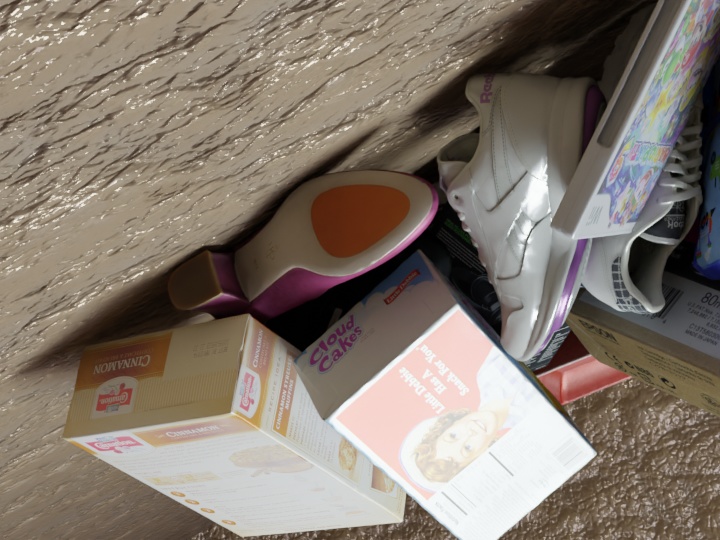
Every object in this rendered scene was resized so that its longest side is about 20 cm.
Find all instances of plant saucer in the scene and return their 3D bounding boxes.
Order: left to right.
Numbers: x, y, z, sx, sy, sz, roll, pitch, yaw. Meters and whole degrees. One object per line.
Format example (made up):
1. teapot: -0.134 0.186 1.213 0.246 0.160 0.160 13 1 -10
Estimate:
1. plant saucer: 0.233 0.057 1.347 0.199 0.037 0.199 -23 165 15

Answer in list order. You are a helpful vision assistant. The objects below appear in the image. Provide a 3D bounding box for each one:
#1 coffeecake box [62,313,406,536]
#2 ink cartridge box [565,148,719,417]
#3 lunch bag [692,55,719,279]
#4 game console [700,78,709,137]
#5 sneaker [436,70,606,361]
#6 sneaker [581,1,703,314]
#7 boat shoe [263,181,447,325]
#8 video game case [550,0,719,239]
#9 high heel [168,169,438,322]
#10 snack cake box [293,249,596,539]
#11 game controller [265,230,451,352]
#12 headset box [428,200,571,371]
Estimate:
1. coffeecake box: -0.081 0.115 1.100 0.152 0.074 0.200 -11 147 34
2. ink cartridge box: 0.252 0.008 1.068 0.165 0.075 0.200 -50 -148 -10
3. lunch bag: 0.261 -0.085 0.962 0.093 0.202 0.151 17 167 -4
4. game console: 0.304 -0.128 1.154 0.199 0.119 0.172 21 112 -23
5. sneaker: 0.096 -0.036 0.975 0.075 0.099 0.202 -58 156 -53
6. sneaker: 0.191 -0.073 1.012 0.076 0.202 0.080 4 -165 -32
7. boat shoe: 0.000 0.000 1.176 0.199 0.064 0.071 -30 171 8
8. video game case: 0.177 -0.112 0.900 0.201 0.018 0.143 -65 161 13
9. high heel: -0.022 -0.011 1.007 0.199 0.068 0.096 -27 163 26
10. snack cake box: 0.060 0.094 1.063 0.115 0.067 0.200 -40 130 5
11. game controller: -0.009 0.034 1.104 0.103 0.042 0.201 16 135 -8
12. headset box: 0.124 -0.020 1.165 0.174 0.093 0.201 -13 139 -60
